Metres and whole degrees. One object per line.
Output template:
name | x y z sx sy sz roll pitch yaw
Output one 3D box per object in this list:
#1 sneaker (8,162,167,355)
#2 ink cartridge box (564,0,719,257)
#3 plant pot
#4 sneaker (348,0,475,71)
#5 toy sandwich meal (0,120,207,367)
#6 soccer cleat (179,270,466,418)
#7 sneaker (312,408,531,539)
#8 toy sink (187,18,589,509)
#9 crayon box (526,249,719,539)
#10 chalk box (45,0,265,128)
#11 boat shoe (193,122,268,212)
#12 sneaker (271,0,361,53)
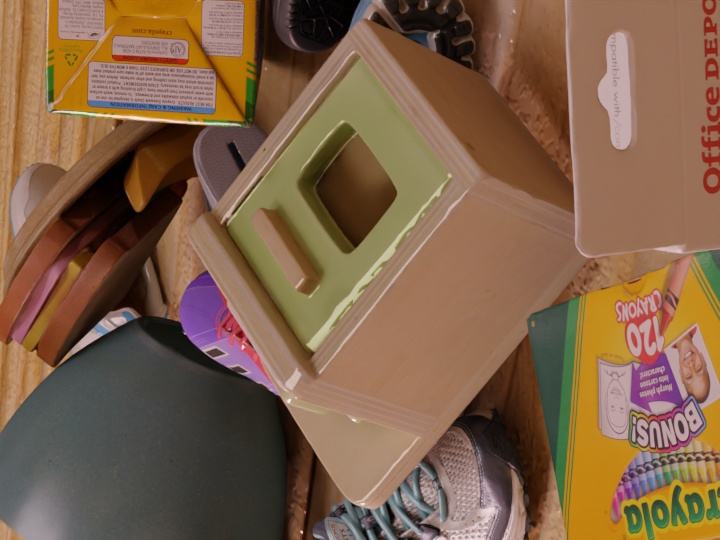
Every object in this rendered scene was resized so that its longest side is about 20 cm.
sneaker | -0.194 -0.010 1.667 0.201 0.076 0.081 59 136 30
ink cartridge box | 0.143 -0.071 0.827 0.068 0.199 0.117 8 103 62
plant pot | -0.126 0.109 1.446 0.200 0.199 0.136 39 107 54
sneaker | 0.019 -0.074 1.244 0.090 0.078 0.201 -106 25 -61
toy sandwich meal | -0.152 -0.026 1.463 0.070 0.205 0.205 44 143 8
soccer cleat | -0.035 0.043 1.273 0.199 0.073 0.069 23 101 33
sneaker | 0.025 0.143 1.238 0.200 0.086 0.078 -56 47 52
toy sink | 0.000 0.000 1.136 0.200 0.112 0.131 -51 48 19
crayon box | 0.153 0.057 0.994 0.200 0.058 0.120 -25 73 62
chalk box | -0.118 -0.174 1.376 0.200 0.123 0.125 -87 0 -71
boat shoe | -0.044 0.002 1.380 0.071 0.072 0.201 86 165 -71
sneaker | -0.027 -0.225 1.262 0.104 0.060 0.201 21 96 48
